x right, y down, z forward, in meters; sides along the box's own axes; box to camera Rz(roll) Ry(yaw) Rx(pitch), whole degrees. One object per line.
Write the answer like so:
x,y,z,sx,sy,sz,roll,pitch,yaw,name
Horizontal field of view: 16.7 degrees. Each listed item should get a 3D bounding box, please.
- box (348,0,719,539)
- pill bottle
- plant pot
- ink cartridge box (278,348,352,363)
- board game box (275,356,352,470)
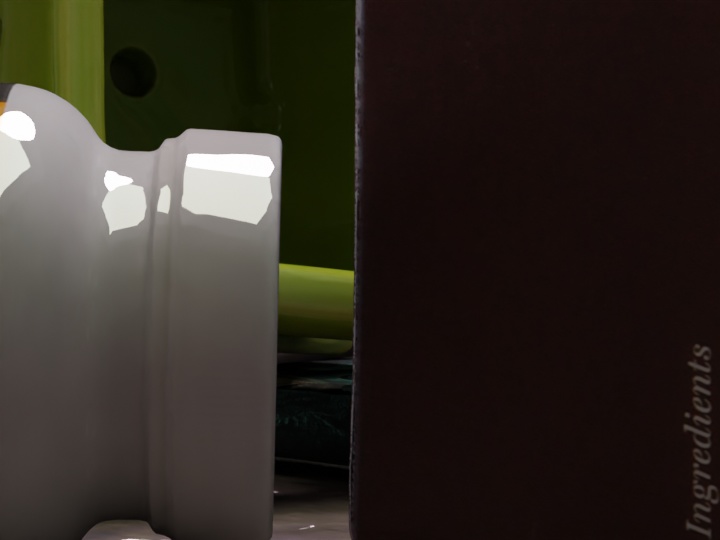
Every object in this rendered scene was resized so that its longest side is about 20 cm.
0.122,-0.010,0.616,0.199,0.165,0.166,4,6,32,box
-0.118,0.013,0.563,0.198,0.117,0.116,1,3,-2,pill bottle
-0.044,-0.071,0.802,0.198,0.202,0.181,6,-11,-30,plant pot
0.000,0.000,0.962,0.199,0.068,0.115,-10,-6,23,ink cartridge box
0.041,0.047,0.845,0.135,0.028,0.200,4,3,34,board game box
